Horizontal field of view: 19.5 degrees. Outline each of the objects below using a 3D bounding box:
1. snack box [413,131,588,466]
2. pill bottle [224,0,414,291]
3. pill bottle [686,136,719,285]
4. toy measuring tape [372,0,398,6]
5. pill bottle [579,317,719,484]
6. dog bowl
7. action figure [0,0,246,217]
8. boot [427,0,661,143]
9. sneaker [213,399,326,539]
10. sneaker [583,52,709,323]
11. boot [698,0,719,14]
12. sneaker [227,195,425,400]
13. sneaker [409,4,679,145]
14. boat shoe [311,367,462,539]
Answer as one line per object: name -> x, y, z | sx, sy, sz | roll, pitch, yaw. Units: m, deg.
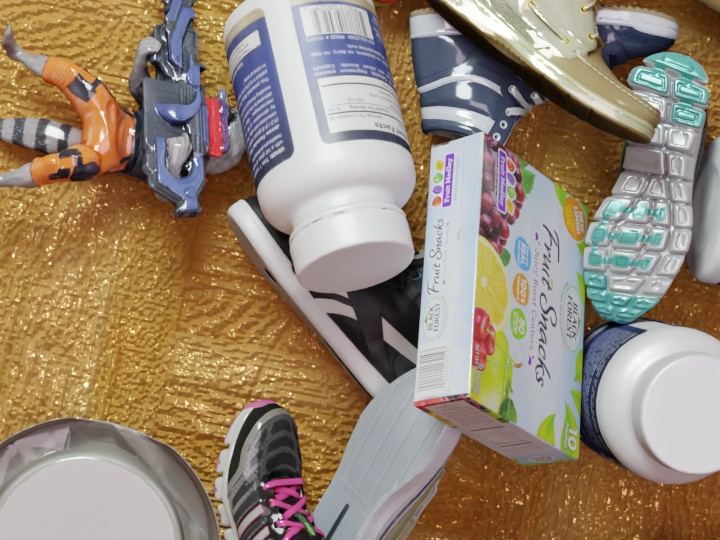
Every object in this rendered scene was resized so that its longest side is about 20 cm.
snack box -> 0.103, 0.023, 1.485 | 0.142, 0.053, 0.201 | 32, 55, -46
pill bottle -> -0.024, -0.092, 1.462 | 0.111, 0.111, 0.201 | -10, 68, -7
pill bottle -> 0.351, -0.032, 1.558 | 0.199, 0.111, 0.112 | 9, 91, -7
toy measuring tape -> 0.047, -0.246, 1.531 | 0.199, 0.074, 0.074 | -24, 95, -5
pill bottle -> 0.215, 0.093, 1.501 | 0.111, 0.200, 0.112 | 0, 92, -7
dog bowl -> -0.202, 0.202, 1.525 | 0.199, 0.059, 0.201 | 0, 93, -7
action figure -> -0.169, -0.121, 1.518 | 0.193, 0.105, 0.201 | 11, 64, -14
boot -> 0.162, -0.198, 1.478 | 0.200, 0.072, 0.155 | 38, 88, 13
sneaker -> -0.051, 0.193, 1.499 | 0.074, 0.087, 0.201 | 4, 85, -51
sneaker -> 0.220, -0.056, 1.551 | 0.077, 0.091, 0.201 | 16, 88, 16
boot -> 0.273, -0.180, 1.489 | 0.200, 0.066, 0.176 | 40, 116, 28
sneaker -> 0.000, 0.000, 1.541 | 0.112, 0.073, 0.200 | -41, 104, -7
sneaker -> 0.136, -0.139, 1.547 | 0.199, 0.070, 0.109 | 0, 87, 0
boat shoe -> 0.024, 0.149, 1.526 | 0.072, 0.062, 0.200 | 47, 114, 31
